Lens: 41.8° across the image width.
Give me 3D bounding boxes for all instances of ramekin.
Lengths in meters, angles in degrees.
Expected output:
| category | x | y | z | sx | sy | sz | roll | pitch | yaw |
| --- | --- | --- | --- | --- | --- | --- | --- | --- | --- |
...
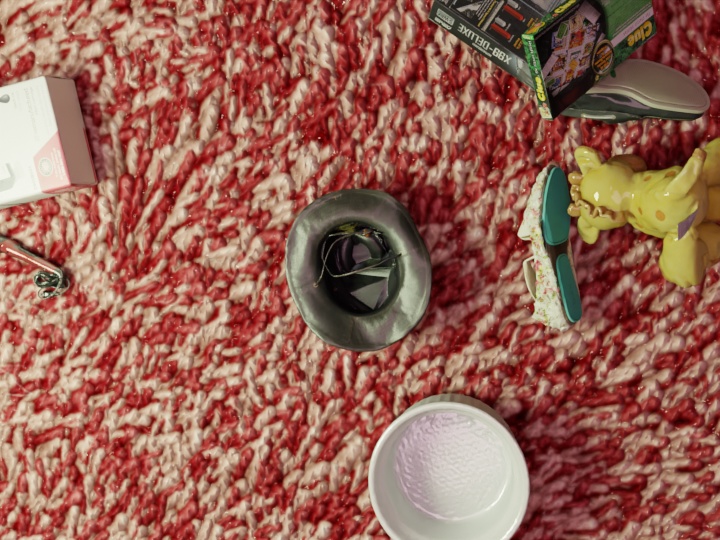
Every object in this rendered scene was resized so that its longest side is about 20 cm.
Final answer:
| category | x | y | z | sx | sy | sz | roll | pitch | yaw |
| --- | --- | --- | --- | --- | --- | --- | --- | --- | --- |
| ramekin | 0.113 | 0.254 | 1.190 | 0.196 | 0.098 | 0.205 | 1 | 97 | 8 |

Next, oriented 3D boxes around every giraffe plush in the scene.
| category | x | y | z | sx | sy | sz | roll | pitch | yaw |
| --- | --- | --- | --- | --- | --- | --- | --- | --- | --- |
| giraffe plush | 0.329 | -0.080 | 1.099 | 0.160 | 0.199 | 0.176 | 16 | 104 | 36 |

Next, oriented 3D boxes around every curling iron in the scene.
| category | x | y | z | sx | sy | sz | roll | pitch | yaw |
| --- | --- | --- | --- | --- | --- | --- | --- | --- | --- |
| curling iron | -0.486 | -0.023 | 1.288 | 0.198 | 0.026 | 0.050 | 31 | 98 | 4 |

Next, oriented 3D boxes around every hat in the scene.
| category | x | y | z | sx | sy | sz | roll | pitch | yaw |
| --- | --- | --- | --- | --- | --- | --- | --- | --- | --- |
| hat | 0.000 | 0.000 | 1.189 | 0.197 | 0.081 | 0.205 | 0 | 89 | 7 |

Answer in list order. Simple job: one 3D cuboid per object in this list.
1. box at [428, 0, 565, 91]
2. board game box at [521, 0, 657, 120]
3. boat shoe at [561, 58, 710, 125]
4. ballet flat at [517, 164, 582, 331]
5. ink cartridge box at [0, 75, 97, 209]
| category | x | y | z | sx | sy | sz | roll | pitch | yaw |
| --- | --- | --- | --- | --- | --- | --- | --- | --- | --- |
| box | 0.197 | -0.336 | 1.095 | 0.156 | 0.050 | 0.202 | 33 | 79 | 2 |
| board game box | 0.262 | -0.267 | 1.064 | 0.199 | 0.023 | 0.106 | -39 | 124 | -24 |
| boat shoe | 0.314 | -0.209 | 1.127 | 0.196 | 0.068 | 0.073 | 9 | 55 | 3 |
| ballet flat | 0.225 | -0.026 | 1.157 | 0.063 | 0.075 | 0.204 | -6 | 91 | 43 |
| ink cartridge box | -0.467 | -0.161 | 1.240 | 0.196 | 0.085 | 0.148 | -12 | 95 | 12 |
